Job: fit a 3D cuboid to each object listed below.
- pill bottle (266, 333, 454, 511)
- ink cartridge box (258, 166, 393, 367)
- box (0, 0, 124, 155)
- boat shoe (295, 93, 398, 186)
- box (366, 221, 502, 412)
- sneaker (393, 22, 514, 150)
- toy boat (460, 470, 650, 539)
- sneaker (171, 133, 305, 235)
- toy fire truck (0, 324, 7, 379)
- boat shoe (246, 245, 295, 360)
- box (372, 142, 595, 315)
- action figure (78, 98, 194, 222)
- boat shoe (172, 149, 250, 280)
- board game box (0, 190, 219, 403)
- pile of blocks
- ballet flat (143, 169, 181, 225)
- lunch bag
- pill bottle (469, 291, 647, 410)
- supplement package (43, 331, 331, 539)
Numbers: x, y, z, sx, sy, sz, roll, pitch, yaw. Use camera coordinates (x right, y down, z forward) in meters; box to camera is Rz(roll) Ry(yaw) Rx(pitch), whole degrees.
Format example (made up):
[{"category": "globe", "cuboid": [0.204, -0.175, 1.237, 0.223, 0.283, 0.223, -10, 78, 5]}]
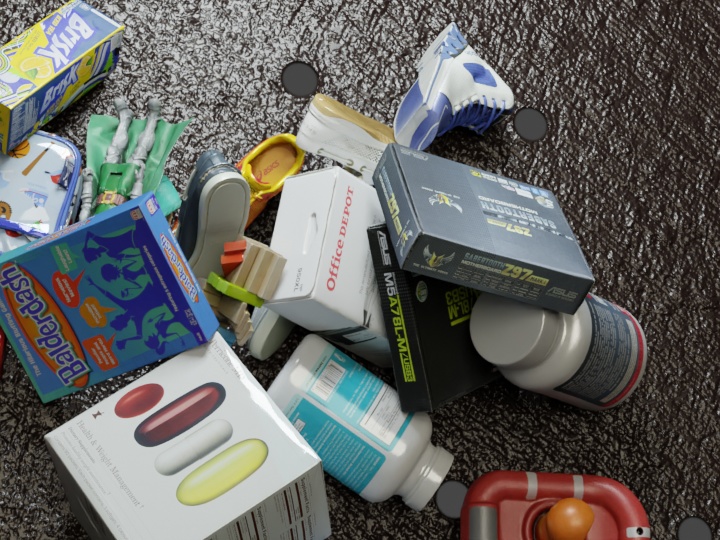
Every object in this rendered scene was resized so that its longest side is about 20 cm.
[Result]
[{"category": "pill bottle", "cuboid": [-0.003, 0.163, 1.607, 0.199, 0.111, 0.111, 36, 68, 0]}, {"category": "ink cartridge box", "cuboid": [0.000, 0.000, 1.623, 0.199, 0.084, 0.146, 30, 63, -42]}, {"category": "box", "cuboid": [-0.334, -0.207, 1.629, 0.070, 0.065, 0.200, 31, 43, 10]}, {"category": "boat shoe", "cuboid": [0.008, -0.125, 1.705, 0.199, 0.071, 0.070, 25, 108, -37]}, {"category": "box", "cuboid": [0.094, 0.029, 1.624, 0.199, 0.047, 0.195, -17, 96, -52]}, {"category": "sneaker", "cuboid": [0.116, -0.191, 1.741, 0.115, 0.081, 0.200, 35, 38, -10]}, {"category": "toy boat", "cuboid": [0.207, 0.269, 1.610, 0.198, 0.131, 0.132, 4, 72, -11]}, {"category": "sneaker", "cuboid": [-0.139, -0.076, 1.668, 0.073, 0.077, 0.200, 40, 77, 1]}, {"category": "toy fire truck", "cuboid": [-0.406, 0.096, 1.505, 0.111, 0.168, 0.202, 8, 71, -10]}, {"category": "boat shoe", "cuboid": [-0.085, 0.000, 1.671, 0.071, 0.070, 0.202, 21, 68, 13]}, {"category": "box", "cuboid": [0.119, -0.042, 1.537, 0.198, 0.051, 0.158, 15, 33, -21]}, {"category": "action figure", "cuboid": [-0.249, -0.087, 1.604, 0.117, 0.055, 0.202, -1, 58, 16]}, {"category": "boat shoe", "cuboid": [-0.162, -0.031, 1.601, 0.074, 0.201, 0.062, -10, 43, -25]}, {"category": "board game box", "cuboid": [-0.260, 0.029, 1.533, 0.198, 0.045, 0.153, -21, 106, 20]}, {"category": "pile of blocks", "cuboid": [-0.155, 0.045, 1.572, 0.062, 0.201, 0.082, 22, 28, -33]}, {"category": "ballet flat", "cuboid": [-0.254, -0.017, 1.634, 0.070, 0.067, 0.201, 42, 70, -13]}, {"category": "lunch bag", "cuboid": [-0.386, -0.075, 1.610, 0.198, 0.076, 0.162, 16, 66, -2]}, {"category": "pill bottle", "cuboid": [0.205, 0.073, 1.628, 0.199, 0.119, 0.121, 21, 62, -50]}, {"category": "supplement package", "cuboid": [-0.163, 0.209, 1.504, 0.199, 0.148, 0.191, -31, 57, -20]}]
